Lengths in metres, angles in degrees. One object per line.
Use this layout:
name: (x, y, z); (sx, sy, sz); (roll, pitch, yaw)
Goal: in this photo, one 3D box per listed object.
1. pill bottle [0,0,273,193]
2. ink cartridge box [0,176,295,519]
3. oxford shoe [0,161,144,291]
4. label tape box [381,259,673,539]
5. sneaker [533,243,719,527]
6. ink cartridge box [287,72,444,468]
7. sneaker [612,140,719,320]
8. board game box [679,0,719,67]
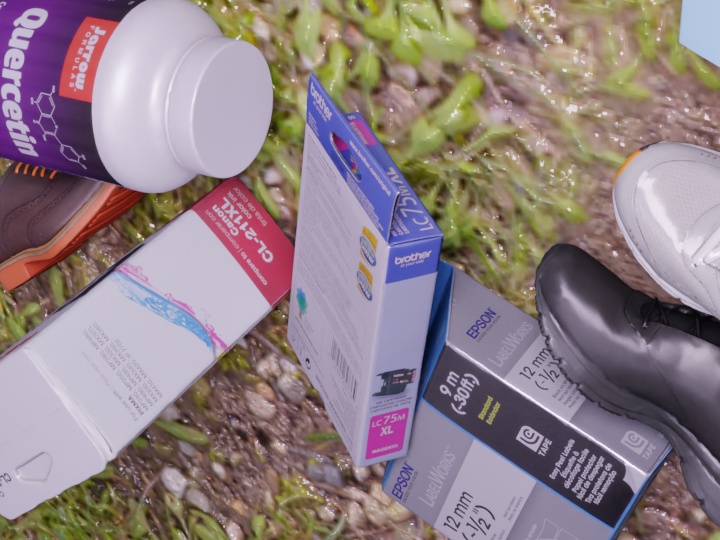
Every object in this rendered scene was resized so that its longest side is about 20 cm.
pill bottle: (-0.154, -0.110, 0.883); (0.199, 0.112, 0.113); (14, 128, 30)
ink cartridge box: (-0.146, 0.045, 0.926); (0.083, 0.200, 0.145); (52, 136, -7)
oxford shoe: (-0.203, -0.049, 0.999); (0.200, 0.071, 0.073); (-29, 96, 46)
label tape box: (0.072, 0.092, 0.891); (0.199, 0.066, 0.144); (32, 135, 13)
sneaker: (0.177, 0.051, 0.787); (0.200, 0.076, 0.091); (42, 127, -5)
ink cartridge box: (0.000, 0.000, 0.858); (0.120, 0.042, 0.201); (-122, 27, -44)
sneaker: (0.201, 0.012, 0.698); (0.200, 0.092, 0.076); (42, 94, 2)
board game box: (0.195, -0.168, 0.556); (0.105, 0.102, 0.201); (46, 147, 48)
